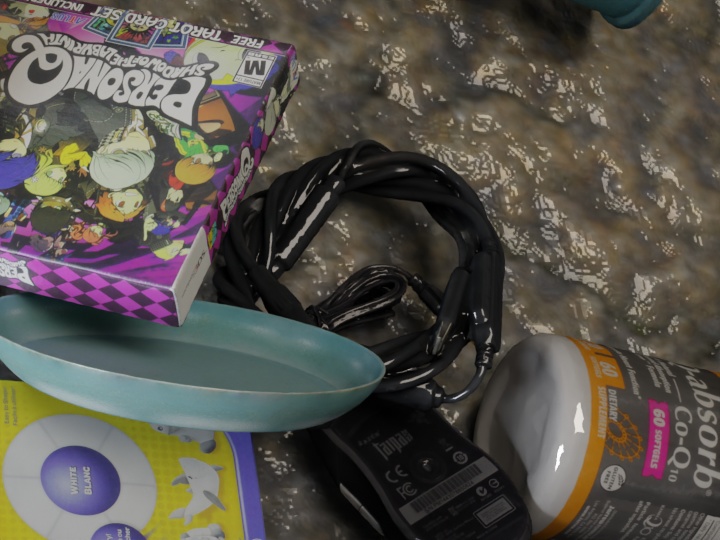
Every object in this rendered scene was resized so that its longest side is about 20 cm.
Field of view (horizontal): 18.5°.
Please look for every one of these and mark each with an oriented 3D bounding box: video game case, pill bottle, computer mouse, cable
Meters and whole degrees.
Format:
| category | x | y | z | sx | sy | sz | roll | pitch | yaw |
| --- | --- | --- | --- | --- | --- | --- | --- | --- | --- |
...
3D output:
| category | x | y | z | sx | sy | sz | roll | pitch | yaw |
| --- | --- | --- | --- | --- | --- | --- | --- | --- | --- |
| video game case | -0.154 | -0.067 | 1.157 | 0.199 | 0.036 | 0.182 | 13 | 52 | 14 |
| pill bottle | 0.173 | 0.109 | 1.261 | 0.199 | 0.116 | 0.117 | 13 | 60 | -23 |
| computer mouse | 0.033 | 0.085 | 1.228 | 0.140 | 0.046 | 0.200 | -33 | 64 | -33 |
| cable | 0.000 | 0.000 | 1.237 | 0.162 | 0.051 | 0.200 | 1 | 43 | 3 |

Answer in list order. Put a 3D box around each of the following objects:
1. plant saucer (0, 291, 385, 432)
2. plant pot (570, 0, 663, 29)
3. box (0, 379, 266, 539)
| category | x | y | z | sx | sy | sz | roll | pitch | yaw |
| --- | --- | --- | --- | --- | --- | --- | --- | --- | --- |
| plant saucer | -0.088 | 0.045 | 1.078 | 0.199 | 0.200 | 0.028 | 3 | 101 | -28 |
| plant pot | 0.100 | -0.272 | 1.378 | 0.195 | 0.200 | 0.201 | 13 | 60 | -14 |
| box | -0.146 | 0.110 | 1.036 | 0.199 | 0.048 | 0.118 | 4 | 52 | -19 |
